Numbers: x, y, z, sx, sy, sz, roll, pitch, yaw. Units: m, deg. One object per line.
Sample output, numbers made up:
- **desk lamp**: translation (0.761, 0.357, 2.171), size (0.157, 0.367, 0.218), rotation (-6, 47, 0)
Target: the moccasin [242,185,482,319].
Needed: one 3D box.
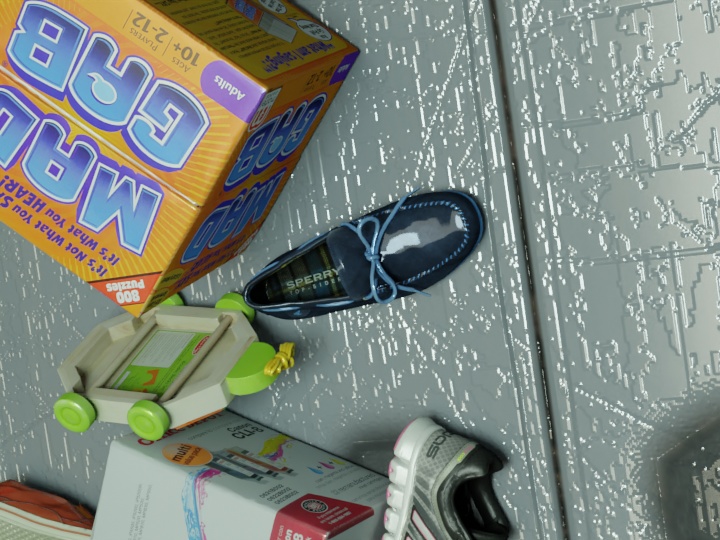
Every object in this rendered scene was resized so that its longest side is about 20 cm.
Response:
- **moccasin**: translation (0.000, 0.000, 1.275), size (0.200, 0.068, 0.081), rotation (-27, 84, 28)

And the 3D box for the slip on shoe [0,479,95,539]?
- **slip on shoe**: translation (-0.242, 0.231, 1.443), size (0.200, 0.061, 0.074), rotation (19, 128, 13)

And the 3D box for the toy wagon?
- **toy wagon**: translation (-0.140, 0.075, 1.316), size (0.200, 0.155, 0.040), rotation (4, 126, 27)

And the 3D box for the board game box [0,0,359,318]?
- **board game box**: translation (-0.158, -0.123, 1.248), size (0.200, 0.200, 0.200), rotation (35, 112, 7)

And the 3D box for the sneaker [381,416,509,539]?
- **sneaker**: translation (0.066, 0.214, 1.266), size (0.087, 0.074, 0.200), rotation (7, 96, 33)

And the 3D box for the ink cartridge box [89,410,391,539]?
- **ink cartridge box**: translation (-0.091, 0.213, 1.310), size (0.200, 0.145, 0.145), rotation (19, 106, 24)
